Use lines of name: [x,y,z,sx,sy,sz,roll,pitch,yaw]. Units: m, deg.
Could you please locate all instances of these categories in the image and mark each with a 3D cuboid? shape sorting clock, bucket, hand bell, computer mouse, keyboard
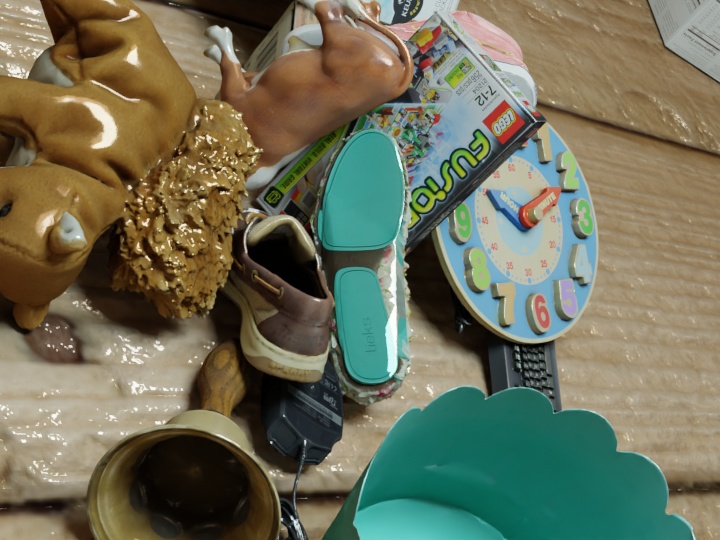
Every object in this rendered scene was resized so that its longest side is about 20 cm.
shape sorting clock: [0.129,-0.040,1.108,0.200,0.039,0.200,16,66,-38]
bucket: [0.069,0.179,0.758,0.207,0.135,0.207,13,52,-17]
hand bell: [-0.089,0.091,0.817,0.104,0.104,0.200,36,19,-11]
computer mouse: [-0.044,0.125,0.860,0.059,0.034,0.200,39,35,-30]
keyboard: [0.116,0.027,1.118,0.127,0.021,0.200,24,48,-34]

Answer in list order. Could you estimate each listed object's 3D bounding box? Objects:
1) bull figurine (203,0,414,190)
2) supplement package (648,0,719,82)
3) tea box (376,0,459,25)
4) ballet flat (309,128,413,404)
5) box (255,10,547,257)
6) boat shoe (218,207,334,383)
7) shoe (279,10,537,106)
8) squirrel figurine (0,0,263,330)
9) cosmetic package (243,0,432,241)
bull figurine: [-0.059,-0.129,0.989,0.122,0.200,0.065,66,15,9]
supplement package: [0.514,-0.383,2.005,0.156,0.111,0.200,26,36,-25]
tea box: [-0.036,-0.300,1.195,0.197,0.134,0.200,10,13,-42]
ballet flat: [0.000,0.000,0.972,0.076,0.064,0.200,3,71,-3]
box: [0.028,-0.081,1.014,0.110,0.200,0.035,49,20,9]
boat shoe: [-0.054,-0.004,0.914,0.072,0.072,0.200,12,23,-17]
shoe: [0.036,-0.163,1.072,0.200,0.072,0.091,9,32,-7]
squirrel figurine: [-0.156,-0.050,0.841,0.200,0.142,0.187,28,41,-19]
cosmetic package: [0.004,-0.125,1.147,0.200,0.087,0.103,29,35,-23]
